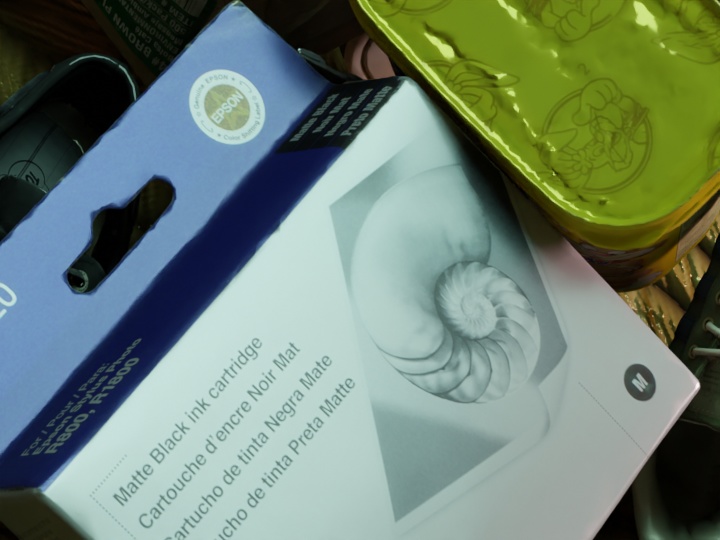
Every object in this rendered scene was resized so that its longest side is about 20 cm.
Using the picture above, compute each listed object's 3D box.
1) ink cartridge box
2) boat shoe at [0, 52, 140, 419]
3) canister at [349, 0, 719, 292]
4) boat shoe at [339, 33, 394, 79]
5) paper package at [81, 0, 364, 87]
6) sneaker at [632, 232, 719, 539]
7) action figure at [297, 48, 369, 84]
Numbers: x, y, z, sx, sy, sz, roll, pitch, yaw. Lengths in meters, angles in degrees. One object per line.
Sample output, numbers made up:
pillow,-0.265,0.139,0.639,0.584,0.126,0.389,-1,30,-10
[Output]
ink cartridge box,-0.015,0.035,0.814,0.200,0.041,0.200,44,57,-7
boat shoe,-0.111,-0.008,0.844,0.074,0.066,0.199,37,33,-5
canister,0.070,-0.067,0.939,0.149,0.087,0.200,45,-1,9
boat shoe,0.060,-0.106,1.120,0.200,0.075,0.062,-5,52,-42
paper package,-0.045,-0.187,0.997,0.190,0.103,0.200,-31,77,-31
sneaker,0.146,0.026,0.938,0.067,0.200,0.090,23,39,4
action figure,0.000,0.000,0.933,0.130,0.069,0.200,22,39,-33
